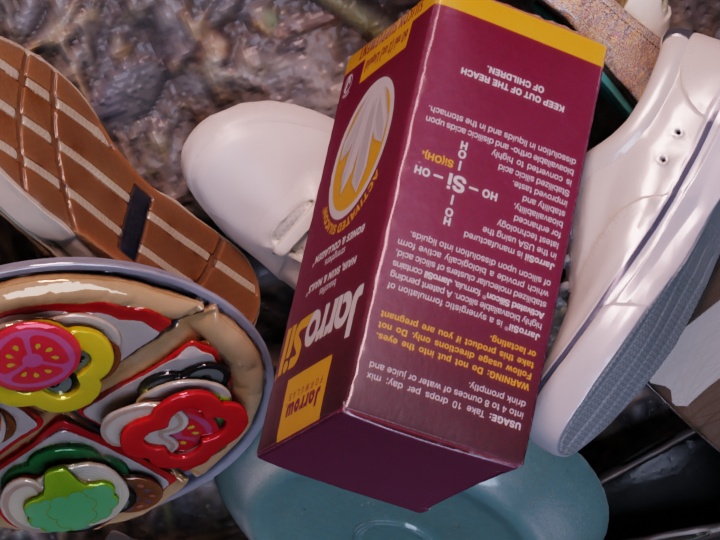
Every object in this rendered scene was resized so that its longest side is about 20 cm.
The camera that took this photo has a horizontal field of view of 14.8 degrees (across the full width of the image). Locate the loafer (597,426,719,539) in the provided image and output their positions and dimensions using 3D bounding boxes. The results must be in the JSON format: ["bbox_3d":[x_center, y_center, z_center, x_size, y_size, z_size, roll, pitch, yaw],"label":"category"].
[{"bbox_3d":[0.174,0.110,1.403,0.200,0.072,0.063,-24,164,5],"label":"loafer"}]

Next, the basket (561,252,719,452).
[{"bbox_3d":[0.210,-0.024,1.302,0.200,0.136,0.180,-44,122,12],"label":"basket"}]

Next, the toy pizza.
[{"bbox_3d":[-0.137,0.067,1.264,0.200,0.032,0.200,-6,141,-5],"label":"toy pizza"}]

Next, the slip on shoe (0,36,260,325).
[{"bbox_3d":[-0.132,-0.028,1.258,0.061,0.076,0.200,-22,130,39],"label":"slip on shoe"}]

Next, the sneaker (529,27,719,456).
[{"bbox_3d":[0.117,-0.014,1.222,0.200,0.071,0.073,-59,157,-8],"label":"sneaker"}]

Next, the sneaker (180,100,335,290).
[{"bbox_3d":[0.000,0.000,1.289,0.075,0.089,0.200,-41,122,16],"label":"sneaker"}]

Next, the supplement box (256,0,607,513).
[{"bbox_3d":[0.031,-0.008,1.210,0.085,0.200,0.110,19,159,-17],"label":"supplement box"}]

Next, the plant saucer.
[{"bbox_3d":[0.020,0.120,1.348,0.199,0.036,0.200,9,144,6],"label":"plant saucer"}]

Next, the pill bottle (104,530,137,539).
[{"bbox_3d":[-0.052,0.207,1.372,0.200,0.111,0.111,26,116,1],"label":"pill bottle"}]

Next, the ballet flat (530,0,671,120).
[{"bbox_3d":[0.097,-0.136,1.239,0.067,0.068,0.200,-44,123,6],"label":"ballet flat"}]
